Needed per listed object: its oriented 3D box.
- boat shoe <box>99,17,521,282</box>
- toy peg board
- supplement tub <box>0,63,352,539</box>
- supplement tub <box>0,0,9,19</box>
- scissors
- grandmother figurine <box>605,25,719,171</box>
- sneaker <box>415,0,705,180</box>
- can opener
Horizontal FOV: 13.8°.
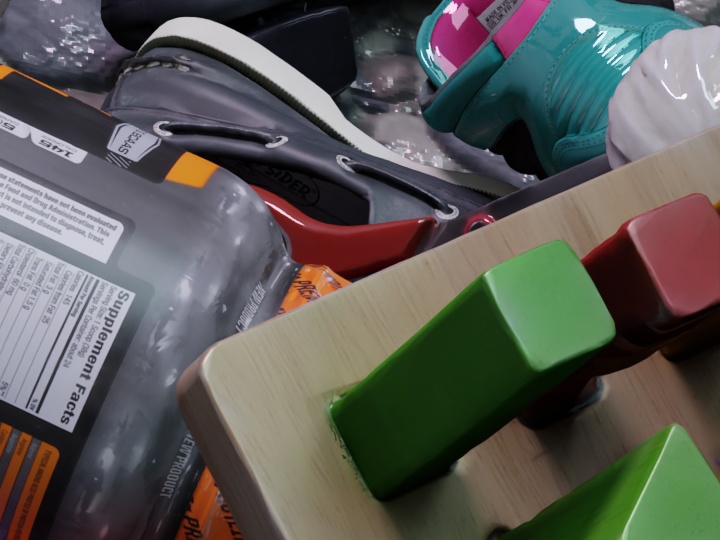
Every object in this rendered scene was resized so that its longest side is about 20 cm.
[{"bbox_3d":[0.000,-0.002,0.888,0.199,0.075,0.066,36,47,10],"label":"boat shoe"},{"bbox_3d":[0.100,0.061,0.633,0.198,0.098,0.201,-23,81,-31],"label":"toy peg board"},{"bbox_3d":[-0.106,0.007,0.791,0.199,0.123,0.123,25,41,1],"label":"supplement tub"},{"bbox_3d":[-0.193,-0.149,0.896,0.143,0.145,0.201,-3,48,-27],"label":"supplement tub"},{"bbox_3d":[0.026,0.001,0.830,0.014,0.199,0.074,9,74,-63],"label":"scissors"},{"bbox_3d":[0.063,0.017,0.800,0.121,0.201,0.061,-11,51,-34],"label":"grandmother figurine"},{"bbox_3d":[0.077,-0.049,0.910,0.121,0.084,0.200,42,1,14],"label":"sneaker"},{"bbox_3d":[-0.012,-0.108,1.015,0.063,0.079,0.200,2,23,36],"label":"can opener"}]
